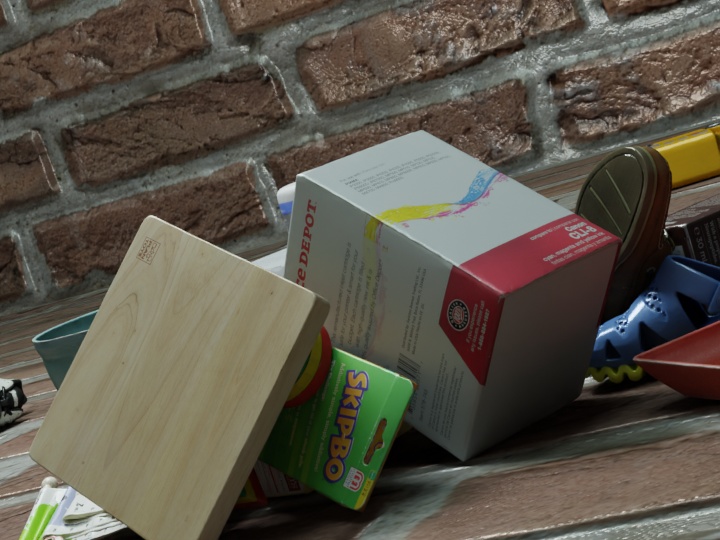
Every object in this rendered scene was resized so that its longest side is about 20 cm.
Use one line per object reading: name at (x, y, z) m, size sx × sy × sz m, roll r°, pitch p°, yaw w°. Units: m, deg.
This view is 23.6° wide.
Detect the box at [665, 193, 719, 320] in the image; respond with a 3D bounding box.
box at (0.324, -0.018, 1.404) m, size 0.200 × 0.100 × 0.075 m, roll -22°, pitch 8°, yaw -32°

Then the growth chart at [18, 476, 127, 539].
growth chart at (-0.176, 0.161, 1.331) m, size 0.199 × 0.018 × 0.145 m, roll -24°, pitch 23°, yaw 11°

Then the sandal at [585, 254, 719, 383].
sandal at (0.244, 0.027, 1.297) m, size 0.199 × 0.087 × 0.079 m, roll -18°, pitch 8°, yaw 15°

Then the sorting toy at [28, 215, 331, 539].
sorting toy at (-0.117, 0.088, 1.232) m, size 0.198 × 0.201 × 0.070 m, roll 24°, pitch -4°, yaw 44°

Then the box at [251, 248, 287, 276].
box at (-0.056, 0.025, 2.043) m, size 0.152 × 0.107 × 0.200 m, roll -12°, pitch 8°, yaw 42°

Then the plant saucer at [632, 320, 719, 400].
plant saucer at (0.314, 0.046, 1.140) m, size 0.199 × 0.037 × 0.200 m, roll -20°, pitch 9°, yaw -22°

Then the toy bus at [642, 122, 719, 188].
toy bus at (0.441, -0.152, 2.415) m, size 0.199 × 0.065 × 0.078 m, roll -17°, pitch 7°, yaw 6°

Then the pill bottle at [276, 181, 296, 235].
pill bottle at (0.000, 0.000, 1.678) m, size 0.113 × 0.201 × 0.114 m, roll -18°, pitch 5°, yaw 2°

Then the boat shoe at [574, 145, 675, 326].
boat shoe at (0.205, -0.021, 1.330) m, size 0.068 × 0.072 × 0.200 m, roll -7°, pitch -39°, yaw -22°

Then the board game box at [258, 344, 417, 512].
board game box at (-0.035, 0.099, 1.221) m, size 0.030 × 0.096 × 0.200 m, roll 26°, pitch -4°, yaw -37°

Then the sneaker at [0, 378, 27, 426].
sneaker at (-0.458, 0.162, 2.109) m, size 0.087 × 0.076 × 0.200 m, roll -18°, pitch 7°, yaw -1°

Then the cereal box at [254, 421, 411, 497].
cereal box at (-0.077, 0.143, 1.372) m, size 0.200 × 0.040 × 0.144 m, roll -13°, pitch 9°, yaw 38°

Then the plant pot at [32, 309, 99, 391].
plant pot at (-0.204, 0.098, 1.685) m, size 0.200 × 0.135 × 0.200 m, roll -17°, pitch 5°, yaw 2°

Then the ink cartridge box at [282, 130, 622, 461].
ink cartridge box at (0.059, 0.012, 1.267) m, size 0.200 × 0.146 × 0.144 m, roll 32°, pitch 38°, yaw 31°
